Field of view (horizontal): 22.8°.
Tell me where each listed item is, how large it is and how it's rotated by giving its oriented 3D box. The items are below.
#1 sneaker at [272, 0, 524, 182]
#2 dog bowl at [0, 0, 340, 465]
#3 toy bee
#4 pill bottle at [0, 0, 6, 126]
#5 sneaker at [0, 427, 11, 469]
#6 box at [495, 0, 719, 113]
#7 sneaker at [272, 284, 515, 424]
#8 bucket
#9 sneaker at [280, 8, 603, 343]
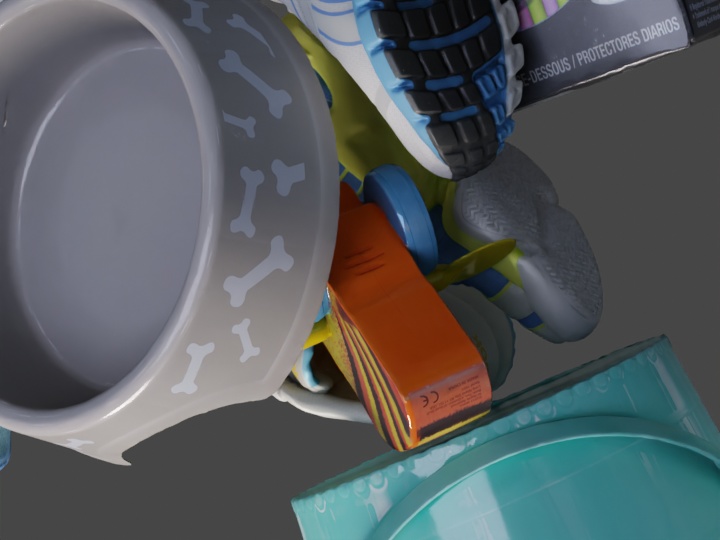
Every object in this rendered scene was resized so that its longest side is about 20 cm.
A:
[{"bbox_3d":[-0.009,-0.121,0.692,0.086,0.075,0.201,-32,84,47],"label":"sneaker"},{"bbox_3d":[-0.103,-0.024,0.700,0.199,0.058,0.202,-4,84,36],"label":"dog bowl"},{"bbox_3d":[0.000,0.000,0.736,0.130,0.201,0.109,-5,144,0],"label":"toy bee"},{"bbox_3d":[-0.139,-0.083,0.832,0.113,0.114,0.202,3,95,26],"label":"pill bottle"},{"bbox_3d":[-0.190,0.018,0.922,0.089,0.078,0.202,12,108,20],"label":"sneaker"},{"bbox_3d":[0.066,-0.173,0.728,0.121,0.106,0.202,-18,94,30],"label":"box"},{"bbox_3d":[-0.031,0.021,0.841,0.198,0.081,0.077,12,110,25],"label":"sneaker"},{"bbox_3d":[0.075,0.123,0.751,0.206,0.207,0.136,-26,86,29],"label":"bucket"},{"bbox_3d":[0.019,-0.027,0.810,0.200,0.076,0.105,51,119,14],"label":"sneaker"}]
